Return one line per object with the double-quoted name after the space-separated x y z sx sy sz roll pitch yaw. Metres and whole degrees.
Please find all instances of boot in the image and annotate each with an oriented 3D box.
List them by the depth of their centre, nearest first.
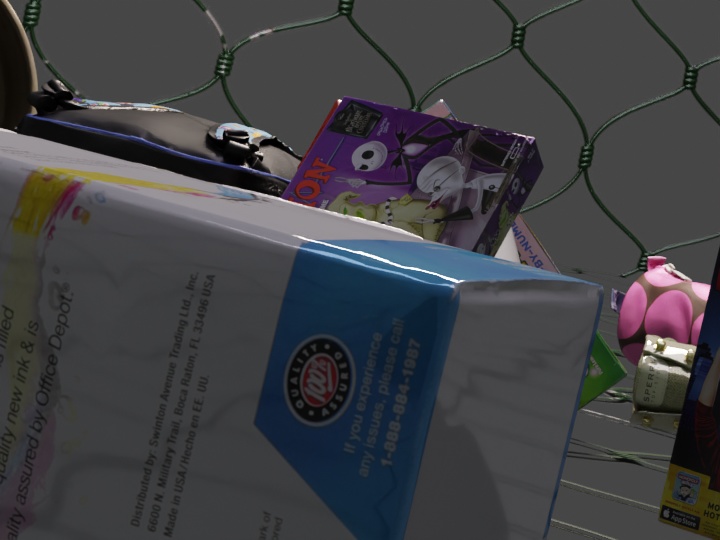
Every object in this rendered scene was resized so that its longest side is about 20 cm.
0.255 0.088 1.886 0.154 0.073 0.200 14 -1 -1 "boot"

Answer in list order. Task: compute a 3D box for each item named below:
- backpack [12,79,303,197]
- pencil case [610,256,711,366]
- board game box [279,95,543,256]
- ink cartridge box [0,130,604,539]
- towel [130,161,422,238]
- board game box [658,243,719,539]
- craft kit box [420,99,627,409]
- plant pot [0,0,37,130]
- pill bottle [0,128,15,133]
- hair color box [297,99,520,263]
-0.123 -0.040 1.916 0.182 0.135 0.200 15 5 20 "backpack"
0.299 0.055 2.326 0.199 0.094 0.090 18 6 42 "pencil case"
0.000 0.000 1.488 0.119 0.201 0.032 11 -35 30 "board game box"
-0.057 0.049 0.825 0.199 0.148 0.146 16 5 20 "ink cartridge box"
-0.074 0.018 1.432 0.199 0.133 0.035 14 -35 9 "towel"
0.266 0.056 1.434 0.199 0.201 0.062 17 6 33 "board game box"
0.083 -0.004 1.782 0.198 0.048 0.200 53 -3 1 "craft kit box"
-0.365 -0.125 2.107 0.199 0.201 0.173 10 -12 -40 "plant pot"
-0.277 -0.046 1.631 0.115 0.116 0.199 17 5 38 "pill bottle"
0.033 0.006 1.561 0.101 0.061 0.201 12 43 -23 "hair color box"
